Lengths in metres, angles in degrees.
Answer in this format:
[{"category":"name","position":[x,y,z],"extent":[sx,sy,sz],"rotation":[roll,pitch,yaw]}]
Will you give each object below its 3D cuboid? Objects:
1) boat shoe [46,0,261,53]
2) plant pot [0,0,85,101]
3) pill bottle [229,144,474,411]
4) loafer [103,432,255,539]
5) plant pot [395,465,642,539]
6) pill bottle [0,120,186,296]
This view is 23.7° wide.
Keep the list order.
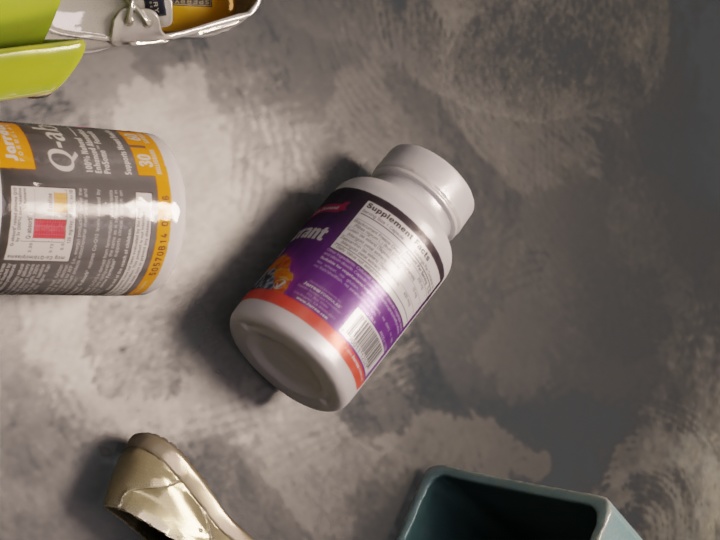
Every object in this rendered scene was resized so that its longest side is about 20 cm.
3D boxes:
[{"category":"boat shoe","position":[-0.161,-0.192,1.230],"extent":[0.199,0.070,0.071],"rotation":[-6,92,-35]},{"category":"plant pot","position":[-0.291,-0.191,1.071],"extent":[0.199,0.199,0.183],"rotation":[-14,103,-35]},{"category":"pill bottle","position":[0.000,0.000,1.312],"extent":[0.112,0.111,0.200],"rotation":[50,63,-23]},{"category":"loafer","position":[-0.118,0.209,1.251],"extent":[0.068,0.076,0.200],"rotation":[-45,103,-26]},{"category":"plant pot","position":[0.142,0.295,1.363],"extent":[0.200,0.196,0.197],"rotation":[39,68,-38]},{"category":"pill bottle","position":[-0.227,-0.041,1.153],"extent":[0.199,0.116,0.117],"rotation":[2,88,-35]}]
